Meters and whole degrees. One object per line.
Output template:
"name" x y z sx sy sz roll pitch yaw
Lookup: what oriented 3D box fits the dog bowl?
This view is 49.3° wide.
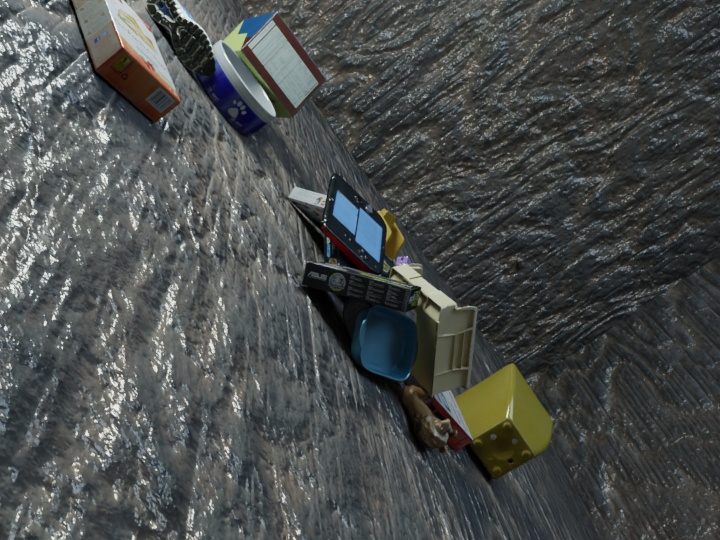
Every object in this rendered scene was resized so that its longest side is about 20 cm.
"dog bowl" -0.275 -0.398 1.722 0.201 0.078 0.200 54 9 -13

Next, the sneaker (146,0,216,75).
"sneaker" -0.357 -0.492 1.628 0.202 0.078 0.089 56 12 3

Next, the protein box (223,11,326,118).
"protein box" -0.225 -0.493 1.904 0.201 0.135 0.197 50 -17 -29

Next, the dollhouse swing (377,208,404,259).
"dollhouse swing" 0.091 -0.033 2.112 0.175 0.183 0.200 36 4 14

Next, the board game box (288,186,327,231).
"board game box" -0.061 -0.108 1.763 0.125 0.035 0.200 21 -17 43

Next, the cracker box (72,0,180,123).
"cracker box" -0.354 -0.336 1.178 0.134 0.057 0.202 43 16 -56

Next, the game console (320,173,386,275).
"game console" -0.010 -0.094 1.654 0.177 0.031 0.202 47 30 -27

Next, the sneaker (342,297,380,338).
"sneaker" 0.012 0.104 1.537 0.201 0.069 0.100 51 2 -42

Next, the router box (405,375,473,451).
"router box" 0.160 0.273 1.737 0.180 0.048 0.201 50 11 -34

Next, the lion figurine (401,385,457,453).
"lion figurine" 0.120 0.277 1.515 0.122 0.073 0.200 38 4 -38

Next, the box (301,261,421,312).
"box" 0.006 0.028 1.446 0.196 0.045 0.160 15 2 12

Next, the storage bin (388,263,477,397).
"storage bin" 0.134 0.114 1.579 0.200 0.092 0.202 41 -45 51

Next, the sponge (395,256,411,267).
"sponge" 0.104 0.081 1.834 0.112 0.029 0.204 53 39 -57

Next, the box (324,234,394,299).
"box" 0.000 0.000 1.666 0.199 0.046 0.161 40 35 -36

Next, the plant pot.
"plant pot" 0.343 0.384 1.891 0.196 0.194 0.200 54 16 -7

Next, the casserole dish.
"casserole dish" 0.042 0.133 1.450 0.199 0.038 0.124 26 72 -51
